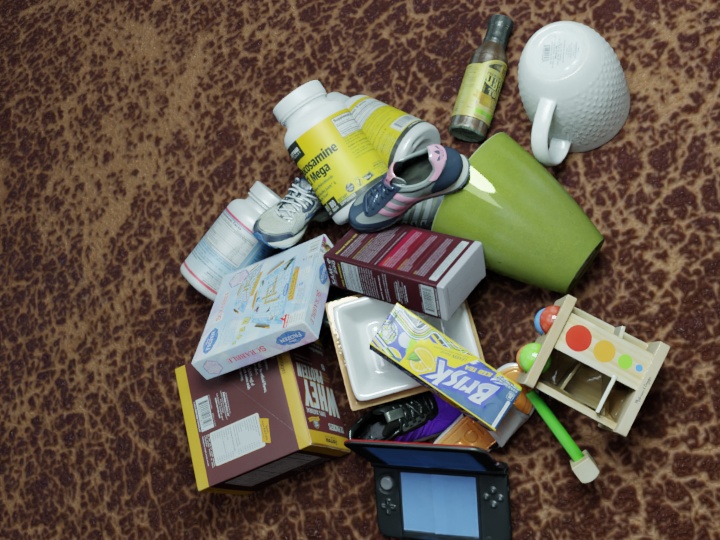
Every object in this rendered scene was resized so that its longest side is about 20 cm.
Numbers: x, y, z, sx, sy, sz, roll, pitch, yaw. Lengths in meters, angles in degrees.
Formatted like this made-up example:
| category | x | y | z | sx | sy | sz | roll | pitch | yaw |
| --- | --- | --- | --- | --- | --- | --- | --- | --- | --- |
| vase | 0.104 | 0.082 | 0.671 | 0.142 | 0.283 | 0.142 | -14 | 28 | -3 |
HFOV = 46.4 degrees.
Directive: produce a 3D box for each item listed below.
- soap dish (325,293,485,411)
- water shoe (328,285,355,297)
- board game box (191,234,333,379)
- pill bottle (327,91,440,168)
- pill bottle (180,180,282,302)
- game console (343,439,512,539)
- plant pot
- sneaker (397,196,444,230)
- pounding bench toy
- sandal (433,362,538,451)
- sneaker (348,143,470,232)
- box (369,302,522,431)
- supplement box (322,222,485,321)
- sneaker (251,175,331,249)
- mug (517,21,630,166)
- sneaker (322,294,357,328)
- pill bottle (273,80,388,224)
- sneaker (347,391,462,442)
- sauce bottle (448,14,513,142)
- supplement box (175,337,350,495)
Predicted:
| category | x | y | z | sx | sy | sz | roll | pitch | yaw |
| --- | --- | --- | --- | --- | --- | --- | --- | --- | --- |
| soap dish | 0.064 | 0.099 | 1.201 | 0.199 | 0.081 | 0.158 | -15 | 79 | -1 |
| water shoe | 0.000 | 0.000 | 1.316 | 0.199 | 0.079 | 0.072 | -15 | 69 | 21 |
| board game box | -0.140 | 0.052 | 1.253 | 0.199 | 0.041 | 0.201 | -21 | 33 | 24 |
| pill bottle | 0.021 | -0.217 | 1.355 | 0.199 | 0.111 | 0.112 | 31 | 89 | 30 |
| pill bottle | -0.203 | -0.047 | 1.411 | 0.109 | 0.109 | 0.200 | 40 | 93 | 29 |
| game console | 0.091 | 0.301 | 1.132 | 0.199 | 0.119 | 0.174 | -2 | 95 | 25 |
| plant pot | 0.233 | -0.062 | 1.180 | 0.200 | 0.187 | 0.188 | 36 | 92 | 18 |
| sneaker | 0.080 | -0.080 | 1.286 | 0.199 | 0.074 | 0.081 | -30 | 70 | -7 |
| pounding bench toy | 0.271 | 0.152 | 1.087 | 0.155 | 0.124 | 0.201 | 27 | 87 | 8 |
| sandal | 0.170 | 0.222 | 1.168 | 0.079 | 0.059 | 0.207 | 41 | 99 | 5 |
| sneaker | 0.046 | -0.116 | 1.137 | 0.199 | 0.082 | 0.071 | -29 | 60 | 31 |
| box | 0.111 | 0.130 | 1.120 | 0.199 | 0.064 | 0.070 | 34 | 82 | 7 |
| supplement box | 0.060 | -0.008 | 1.165 | 0.199 | 0.061 | 0.109 | 17 | 45 | 34 |
| sneaker | -0.097 | -0.109 | 1.328 | 0.077 | 0.200 | 0.085 | 34 | 134 | 17 |
| mug | 0.291 | -0.246 | 1.198 | 0.147 | 0.175 | 0.201 | 16 | 82 | 29 |
| sneaker | 0.001 | 0.066 | 1.299 | 0.199 | 0.075 | 0.080 | 20 | 93 | 19 |
| pill bottle | -0.043 | -0.179 | 1.267 | 0.112 | 0.112 | 0.201 | -34 | 90 | 12 |
| sneaker | 0.067 | 0.211 | 1.205 | 0.199 | 0.099 | 0.070 | -31 | 64 | 10 |
| sauce bottle | 0.195 | -0.305 | 1.325 | 0.064 | 0.065 | 0.201 | 13 | 82 | 28 |
| supplement box | -0.151 | 0.214 | 1.292 | 0.199 | 0.133 | 0.198 | -25 | 65 | 17 |
